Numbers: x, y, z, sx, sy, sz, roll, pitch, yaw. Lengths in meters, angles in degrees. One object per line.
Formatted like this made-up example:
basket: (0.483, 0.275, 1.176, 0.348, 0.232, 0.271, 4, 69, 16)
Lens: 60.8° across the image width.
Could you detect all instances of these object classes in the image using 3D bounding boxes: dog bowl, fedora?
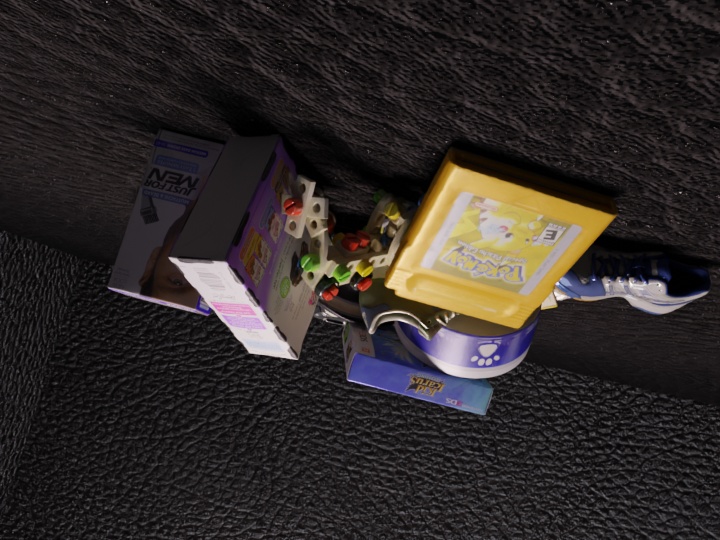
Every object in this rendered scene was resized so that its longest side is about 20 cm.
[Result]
dog bowl: (0.150, 0.052, 0.871, 0.199, 0.200, 0.079, 12, 129, 9)
fedora: (0.000, 0.000, 0.956, 0.200, 0.092, 0.201, 23, -152, -13)

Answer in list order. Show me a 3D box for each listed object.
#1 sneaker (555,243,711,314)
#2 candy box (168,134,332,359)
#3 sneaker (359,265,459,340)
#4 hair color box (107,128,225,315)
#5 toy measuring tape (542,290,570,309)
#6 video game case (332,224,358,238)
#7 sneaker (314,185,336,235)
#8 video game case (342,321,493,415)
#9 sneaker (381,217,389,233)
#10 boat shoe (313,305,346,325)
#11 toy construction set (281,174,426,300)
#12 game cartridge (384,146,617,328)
sneaker: (0.319, -0.002, 0.732, 0.199, 0.076, 0.088, 9, 161, -14)
candy box: (-0.109, -0.021, 0.695, 0.071, 0.168, 0.200, 3, 146, 21)
sneaker: (0.095, 0.044, 0.760, 0.199, 0.090, 0.067, 2, 160, 6)
hair color box: (-0.212, -0.057, 0.737, 0.109, 0.201, 0.065, 13, 172, 3)
toy measuring tape: (0.293, 0.023, 0.954, 0.199, 0.074, 0.073, -13, 159, 26)
video game case: (0.018, -0.037, 1.094, 0.142, 0.019, 0.200, 14, 172, 3)
sneaker: (-0.081, -0.066, 0.883, 0.073, 0.078, 0.200, 11, 172, 9)
video game case: (0.075, 0.132, 0.904, 0.199, 0.046, 0.181, 16, -168, -7)
sneaker: (0.062, -0.037, 0.843, 0.075, 0.077, 0.200, 16, 171, -22)
boat shoe: (-0.008, 0.060, 1.050, 0.066, 0.075, 0.199, -28, 166, 38)
toy construction set: (-0.005, -0.039, 0.687, 0.199, 0.131, 0.092, 3, -138, -41)
game cartridge: (0.135, -0.022, 0.644, 0.175, 0.033, 0.200, 15, 136, -9)
